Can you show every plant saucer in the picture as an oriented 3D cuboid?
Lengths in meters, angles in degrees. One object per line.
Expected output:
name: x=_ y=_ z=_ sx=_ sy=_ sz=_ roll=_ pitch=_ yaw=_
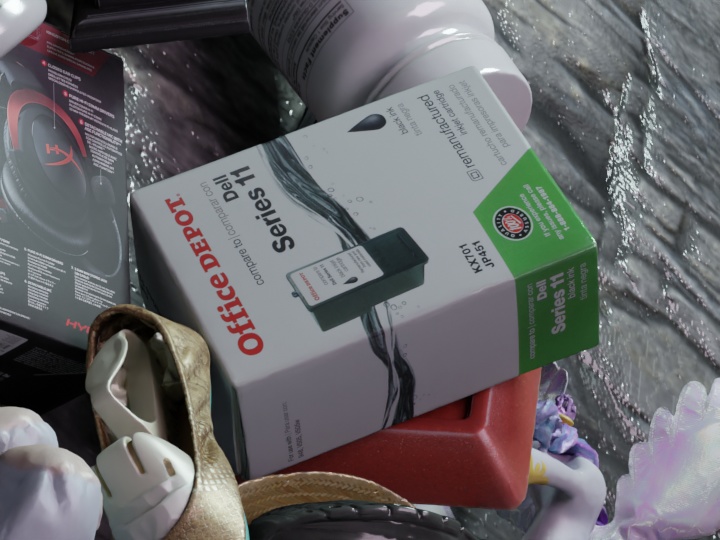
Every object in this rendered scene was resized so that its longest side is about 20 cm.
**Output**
plant saucer: x=-0.004 y=0.028 z=1.530 sx=0.037 sy=0.199 sz=0.200 roll=83 pitch=13 yaw=-51

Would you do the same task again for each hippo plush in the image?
hippo plush: x=-0.143 y=0.166 z=1.286 sx=0.161 sy=0.159 sz=0.200 roll=44 pitch=4 yaw=-41

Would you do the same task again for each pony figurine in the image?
pony figurine: x=0.111 y=0.127 z=1.590 sx=0.200 sy=0.166 sz=0.193 roll=35 pitch=65 yaw=-49

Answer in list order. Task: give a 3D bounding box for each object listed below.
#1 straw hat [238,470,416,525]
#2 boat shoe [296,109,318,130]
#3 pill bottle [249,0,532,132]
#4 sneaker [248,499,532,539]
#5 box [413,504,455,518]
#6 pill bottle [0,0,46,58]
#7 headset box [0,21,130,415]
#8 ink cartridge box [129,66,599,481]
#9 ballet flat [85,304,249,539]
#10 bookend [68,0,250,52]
straw hat: x=-0.039 y=0.196 z=1.454 sx=0.201 sy=0.085 sz=0.202 roll=10 pitch=71 yaw=-31
boat shoe: x=0.000 y=-0.072 z=1.689 sx=0.072 sy=0.062 sz=0.200 roll=39 pitch=44 yaw=-28
pill bottle: x=0.004 y=-0.140 z=1.636 sx=0.113 sy=0.113 sz=0.200 roll=5 pitch=40 yaw=-48
sneaker: x=0.033 y=0.164 z=1.417 sx=0.200 sy=0.076 sz=0.091 roll=17 pitch=78 yaw=-24
box: x=0.010 y=0.109 z=1.609 sx=0.041 sy=0.039 sz=0.200 roll=-27 pitch=89 yaw=-54
pill bottle: x=-0.242 y=-0.159 z=1.306 sx=0.200 sy=0.112 sz=0.112 roll=51 pitch=38 yaw=-9
headset box: x=-0.191 y=-0.048 z=1.438 sx=0.148 sy=0.075 sz=0.200 roll=22 pitch=53 yaw=-42
ink cartridge box: x=0.000 y=0.000 z=1.474 sx=0.200 sy=0.083 sz=0.147 roll=-22 pitch=52 yaw=-13
ballet flat: x=-0.097 y=0.086 z=1.330 sx=0.065 sy=0.070 sz=0.200 roll=40 pitch=18 yaw=-32
bookend: x=-0.114 y=-0.237 z=1.499 sx=0.200 sy=0.092 sz=0.199 roll=-99 pitch=-178 yaw=-67
